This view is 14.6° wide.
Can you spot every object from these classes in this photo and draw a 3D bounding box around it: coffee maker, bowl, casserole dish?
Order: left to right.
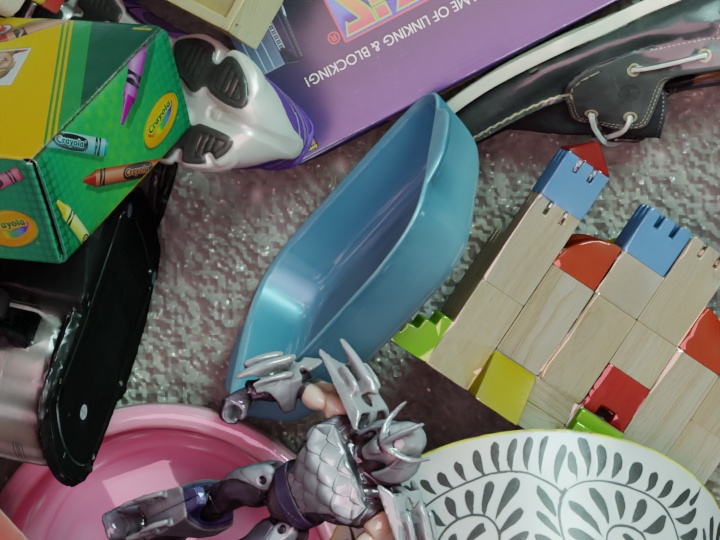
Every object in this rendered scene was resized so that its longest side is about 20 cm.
[{"bbox_3d":[-0.212,0.001,1.419,0.200,0.192,0.135,13,132,11],"label":"coffee maker"},{"bbox_3d":[0.000,0.000,1.378,0.039,0.121,0.200,30,130,-17],"label":"casserole dish"},{"bbox_3d":[0.084,0.176,1.360,0.201,0.094,0.201,-2,135,-2],"label":"bowl"}]

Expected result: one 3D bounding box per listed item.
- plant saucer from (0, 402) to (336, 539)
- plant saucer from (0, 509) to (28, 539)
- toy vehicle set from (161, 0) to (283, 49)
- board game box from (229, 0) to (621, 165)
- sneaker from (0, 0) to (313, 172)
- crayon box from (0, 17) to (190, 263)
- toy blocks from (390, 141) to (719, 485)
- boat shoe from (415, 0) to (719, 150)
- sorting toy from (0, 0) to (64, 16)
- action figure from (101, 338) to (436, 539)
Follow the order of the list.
[{"bbox_3d":[-0.098,0.165,1.459,0.200,0.051,0.201,1,97,7],"label":"plant saucer"},{"bbox_3d":[-0.279,0.126,1.404,0.200,0.037,0.200,-15,126,34],"label":"plant saucer"},{"bbox_3d":[-0.097,-0.201,1.371,0.200,0.027,0.124,30,91,34],"label":"toy vehicle set"},{"bbox_3d":[0.020,-0.170,1.403,0.200,0.057,0.165,-27,91,10],"label":"board game box"},{"bbox_3d":[-0.108,-0.092,1.393,0.200,0.083,0.081,31,96,32],"label":"sneaker"},{"bbox_3d":[-0.196,-0.065,1.313,0.200,0.119,0.058,5,127,28],"label":"crayon box"},{"bbox_3d":[0.128,0.028,1.398,0.200,0.100,0.137,34,91,-8],"label":"toy blocks"},{"bbox_3d":[0.124,-0.092,1.389,0.200,0.072,0.068,-22,89,8],"label":"boat shoe"},{"bbox_3d":[-0.175,-0.238,1.371,0.200,0.070,0.199,30,91,35],"label":"sorting toy"},{"bbox_3d":[-0.040,0.113,1.336,0.200,0.069,0.130,-30,65,37],"label":"action figure"}]
